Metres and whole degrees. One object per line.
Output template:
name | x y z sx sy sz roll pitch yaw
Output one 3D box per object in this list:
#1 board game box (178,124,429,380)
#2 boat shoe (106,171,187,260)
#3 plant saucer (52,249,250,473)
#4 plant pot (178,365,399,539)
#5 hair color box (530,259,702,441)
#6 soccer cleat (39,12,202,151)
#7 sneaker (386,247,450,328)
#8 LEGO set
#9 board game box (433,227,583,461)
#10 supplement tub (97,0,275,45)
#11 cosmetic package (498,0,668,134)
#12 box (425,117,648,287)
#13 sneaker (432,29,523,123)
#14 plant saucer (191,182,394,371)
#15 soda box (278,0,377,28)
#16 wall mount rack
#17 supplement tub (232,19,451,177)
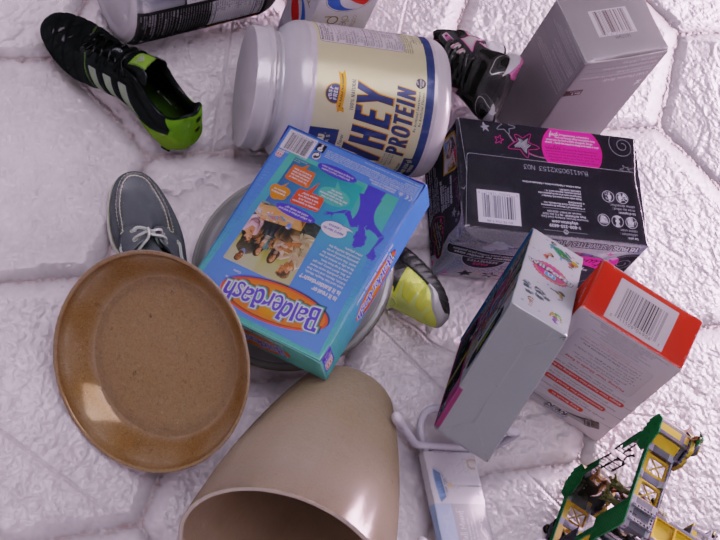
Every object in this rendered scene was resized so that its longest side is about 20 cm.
board game box | -0.049 -0.019 1.420 0.152 0.045 0.200 25 69 18
boat shoe | -0.193 -0.015 1.477 0.073 0.062 0.201 -7 66 -22
plant saucer | -0.182 0.080 1.387 0.200 0.200 0.035 48 21 10
plant pot | -0.041 0.184 1.372 0.187 0.188 0.200 26 43 -4
hair color box | 0.231 0.081 1.486 0.111 0.200 0.064 32 59 0
soccer cleat | -0.235 -0.202 1.549 0.200 0.081 0.068 39 59 4
sneaker | 0.000 0.000 1.535 0.200 0.075 0.076 36 65 14
LEGO set | 0.264 0.237 1.429 0.116 0.200 0.154 33 45 -8
board game box | 0.141 0.065 1.447 0.064 0.148 0.200 31 23 0
supplement tub | -0.168 -0.313 1.605 0.199 0.123 0.123 -19 71 -26
cosmetic package | 0.227 -0.205 1.635 0.106 0.200 0.090 -13 66 -21
box | 0.178 -0.064 1.594 0.199 0.115 0.133 5 63 -14
sneaker | 0.108 -0.209 1.624 0.086 0.200 0.081 21 101 -10
plant saucer | -0.069 -0.006 1.477 0.199 0.050 0.201 -2 71 7
soda box | -0.026 -0.287 1.591 0.068 0.200 0.064 -6 66 -21
wall mount rack | 0.088 0.205 1.429 0.173 0.075 0.201 8 59 -38
supplement tub | -0.021 -0.175 1.568 0.199 0.145 0.146 5 62 -15
